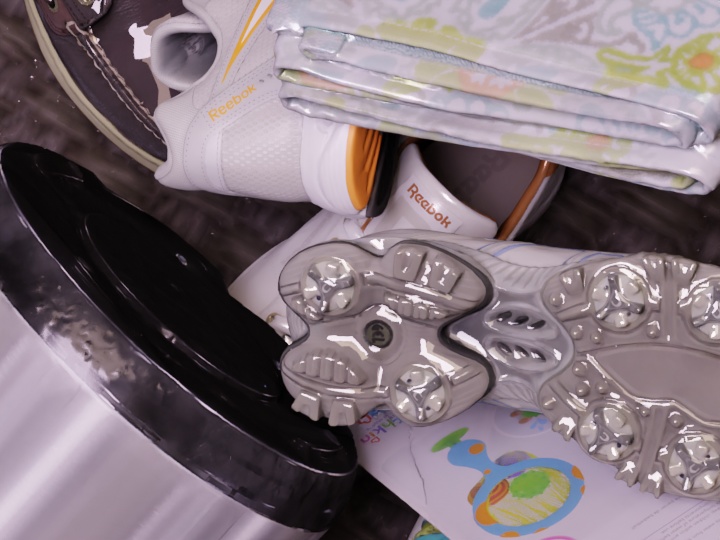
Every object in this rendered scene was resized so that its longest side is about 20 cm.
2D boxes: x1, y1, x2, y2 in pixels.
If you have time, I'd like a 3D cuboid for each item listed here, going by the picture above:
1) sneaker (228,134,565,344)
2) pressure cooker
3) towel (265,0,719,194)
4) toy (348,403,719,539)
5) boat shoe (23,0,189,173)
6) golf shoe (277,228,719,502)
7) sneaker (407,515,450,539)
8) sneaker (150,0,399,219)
[{"bbox_3d":[0.000,0.000,1.083,0.073,0.085,0.200,40,76,7],"label":"sneaker"},{"bbox_3d":[-0.121,0.082,0.988,0.179,0.176,0.200,44,101,3],"label":"pressure cooker"},{"bbox_3d":[0.078,-0.123,0.987,0.170,0.048,0.201,14,64,28],"label":"towel"},{"bbox_3d":[0.078,0.072,0.998,0.115,0.047,0.200,-31,40,-18],"label":"toy"},{"bbox_3d":[-0.100,-0.125,1.125,0.073,0.065,0.200,-30,77,-12],"label":"boat shoe"},{"bbox_3d":[0.076,0.019,0.968,0.199,0.097,0.079,13,106,13],"label":"golf shoe"},{"bbox_3d":[0.040,0.116,1.050,0.077,0.080,0.200,36,73,9],"label":"sneaker"},{"bbox_3d":[-0.027,-0.096,1.085,0.091,0.076,0.200,2,36,8],"label":"sneaker"}]
